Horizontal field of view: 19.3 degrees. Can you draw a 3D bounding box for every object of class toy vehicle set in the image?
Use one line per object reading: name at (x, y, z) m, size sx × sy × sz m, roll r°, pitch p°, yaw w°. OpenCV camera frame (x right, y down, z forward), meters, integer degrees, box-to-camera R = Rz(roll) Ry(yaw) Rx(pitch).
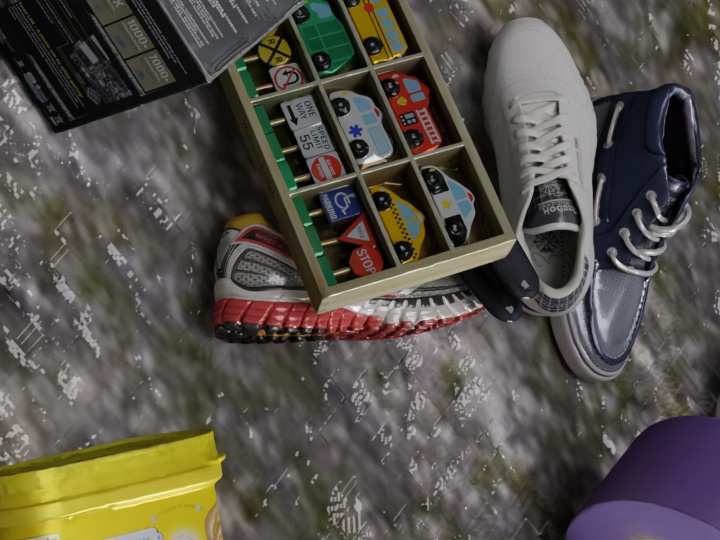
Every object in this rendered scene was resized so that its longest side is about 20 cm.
toy vehicle set at (-0.004, -0.082, 1.264) m, size 0.124 × 0.027 × 0.201 m, roll -18°, pitch 70°, yaw -17°

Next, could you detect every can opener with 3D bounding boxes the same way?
can opener at (0.050, -0.056, 1.308) m, size 0.078 × 0.063 × 0.200 m, roll -21°, pitch 61°, yaw -23°

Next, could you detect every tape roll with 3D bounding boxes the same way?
tape roll at (0.236, 0.197, 1.375) m, size 0.085 × 0.200 × 0.200 m, roll -46°, pitch 111°, yaw -33°

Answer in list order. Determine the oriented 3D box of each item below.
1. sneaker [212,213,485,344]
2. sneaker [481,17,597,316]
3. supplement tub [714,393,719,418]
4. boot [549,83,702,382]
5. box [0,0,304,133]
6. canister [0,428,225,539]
sneaker at (0.000, 0.000, 1.296) m, size 0.199 × 0.078 × 0.083 m, roll 2°, pitch 80°, yaw -39°
sneaker at (0.122, -0.071, 1.388) m, size 0.076 × 0.081 × 0.201 m, roll -8°, pitch 84°, yaw 3°
supplement tub at (0.369, 0.122, 1.526) m, size 0.199 × 0.145 × 0.146 m, roll 8°, pitch 78°, yaw -37°
boot at (0.182, -0.027, 1.435) m, size 0.073 × 0.090 × 0.201 m, roll 8°, pitch 78°, yaw -37°
box at (-0.153, -0.191, 1.149) m, size 0.086 × 0.163 × 0.200 m, roll -44°, pitch 109°, yaw -34°
canister at (-0.134, 0.198, 1.154) m, size 0.148 × 0.086 × 0.201 m, roll -9°, pitch 90°, yaw -39°
